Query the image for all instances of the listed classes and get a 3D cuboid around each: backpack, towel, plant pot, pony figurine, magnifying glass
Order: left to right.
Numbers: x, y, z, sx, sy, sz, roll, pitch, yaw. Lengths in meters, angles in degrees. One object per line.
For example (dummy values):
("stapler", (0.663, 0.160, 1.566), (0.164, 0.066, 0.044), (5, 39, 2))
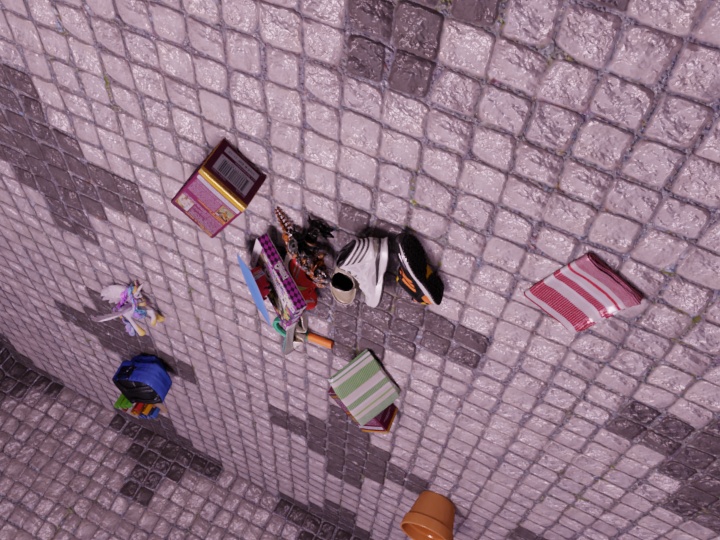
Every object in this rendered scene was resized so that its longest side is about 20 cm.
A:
("pony figurine", (-0.770, 0.126, 2.285), (0.187, 0.169, 0.203), (-15, 132, 5))
("backpack", (-0.832, 0.418, 2.675), (0.195, 0.171, 0.164), (2, 142, 29))
("magnifying glass", (-0.167, 0.183, 1.980), (0.195, 0.023, 0.081), (16, 144, 19))
("towel", (0.013, 0.330, 1.938), (0.202, 0.151, 0.023), (55, 178, -32))
("plant pot", (0.256, 0.890, 2.473), (0.195, 0.142, 0.203), (20, 147, 14))
("towel", (0.426, 0.050, 1.338), (0.143, 0.023, 0.200), (36, 147, -8))

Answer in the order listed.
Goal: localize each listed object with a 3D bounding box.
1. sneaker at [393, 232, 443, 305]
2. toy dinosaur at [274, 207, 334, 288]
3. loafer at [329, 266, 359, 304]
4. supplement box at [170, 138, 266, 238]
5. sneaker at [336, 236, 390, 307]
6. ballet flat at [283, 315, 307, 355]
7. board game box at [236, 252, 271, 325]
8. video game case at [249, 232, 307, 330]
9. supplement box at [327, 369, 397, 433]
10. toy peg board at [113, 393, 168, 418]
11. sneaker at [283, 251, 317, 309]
("sneaker", (0.104, 0.004, 1.484), (0.088, 0.071, 0.201), (-5, 136, 37))
("toy dinosaur", (-0.134, -0.052, 1.571), (0.197, 0.104, 0.136), (34, 151, -8))
("loafer", (-0.042, 0.025, 1.627), (0.074, 0.069, 0.202), (23, 146, 9))
("supplement box", (-0.320, -0.179, 1.544), (0.130, 0.105, 0.198), (41, 145, -18))
("sneaker", (0.000, -0.001, 1.527), (0.111, 0.077, 0.204), (5, 136, -3))
("ballet flat", (-0.179, 0.172, 1.910), (0.062, 0.068, 0.204), (17, 134, 10))
("board game box", (-0.248, 0.039, 1.699), (0.200, 0.038, 0.162), (41, 151, 59))
("video game case", (-0.205, 0.032, 1.691), (0.203, 0.035, 0.181), (60, 158, 8))
("supplement box", (0.009, 0.390, 2.054), (0.108, 0.087, 0.201), (-7, 133, 41))
("toy peg board", (-1.019, 0.622, 3.157), (0.197, 0.099, 0.200), (-11, 129, 46))
("sneaker", (-0.132, 0.031, 1.704), (0.082, 0.078, 0.203), (8, 142, 20))
